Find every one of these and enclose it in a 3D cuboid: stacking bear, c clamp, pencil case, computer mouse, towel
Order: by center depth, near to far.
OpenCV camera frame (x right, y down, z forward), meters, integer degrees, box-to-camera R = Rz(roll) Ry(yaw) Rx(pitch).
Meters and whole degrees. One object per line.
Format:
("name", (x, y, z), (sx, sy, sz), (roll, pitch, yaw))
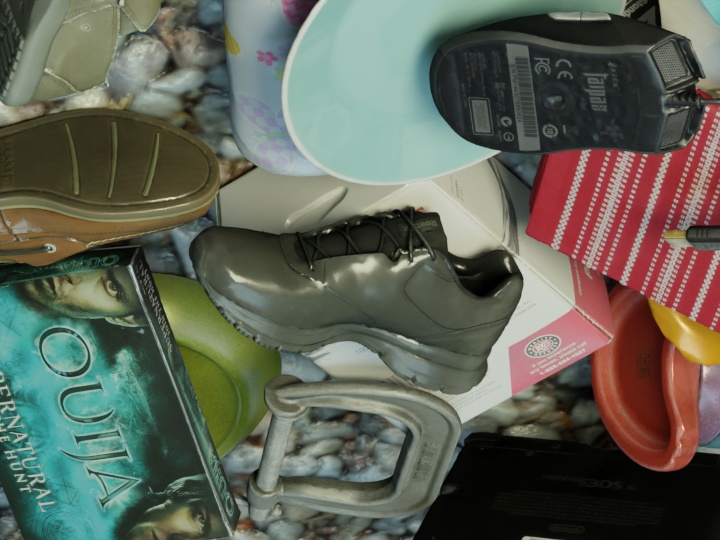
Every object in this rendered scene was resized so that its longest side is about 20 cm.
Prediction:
("computer mouse", (0.140, -0.074, 1.461), (0.199, 0.046, 0.141), (-1, 125, 22))
("pencil case", (-0.028, -0.140, 1.491), (0.090, 0.084, 0.201), (-2, 139, 1))
("towel", (0.185, -0.032, 1.515), (0.199, 0.023, 0.145), (28, 137, 15))
("c clamp", (-0.028, 0.111, 1.723), (0.170, 0.027, 0.200), (13, 149, -8))
("stacking bear", (0.252, 0.055, 1.747), (0.199, 0.123, 0.114), (-1, -179, -24))

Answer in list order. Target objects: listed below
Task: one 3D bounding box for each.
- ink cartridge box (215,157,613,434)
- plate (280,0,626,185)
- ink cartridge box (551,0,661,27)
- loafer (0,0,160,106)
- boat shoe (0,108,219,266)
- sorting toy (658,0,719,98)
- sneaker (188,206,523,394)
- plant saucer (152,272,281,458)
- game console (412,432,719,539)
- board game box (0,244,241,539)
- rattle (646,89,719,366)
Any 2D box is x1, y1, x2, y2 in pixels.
("ink cartridge box", (0.032, -0.002, 1.659), (0.146, 0.083, 0.200), (-29, 135, 23))
("plate", (0.046, -0.124, 1.472), (0.199, 0.026, 0.201), (-19, 142, -16))
("ink cartridge box", (0.167, -0.180, 1.510), (0.199, 0.044, 0.198), (26, 129, -34))
("loafer", (-0.135, -0.163, 1.466), (0.069, 0.076, 0.200), (1, 145, -28))
("boat shoe", (-0.175, -0.042, 1.597), (0.198, 0.072, 0.068), (1, 144, 4))
("sorting toy", (0.233, -0.146, 1.456), (0.198, 0.107, 0.181), (-4, 142, -12))
("sneaker", (0.000, 0.000, 1.549), (0.199, 0.076, 0.091), (13, 126, -32))
("plant saucer", (-0.146, 0.078, 1.762), (0.198, 0.031, 0.201), (-4, 139, -4))
("game console", (0.157, 0.170, 1.784), (0.199, 0.176, 0.117), (3, 129, 27))
("board game box", (-0.163, 0.082, 1.700), (0.134, 0.028, 0.201), (-9, 121, 17))
("rattle", (0.205, -0.059, 1.560), (0.130, 0.144, 0.200), (12, 144, -39))
